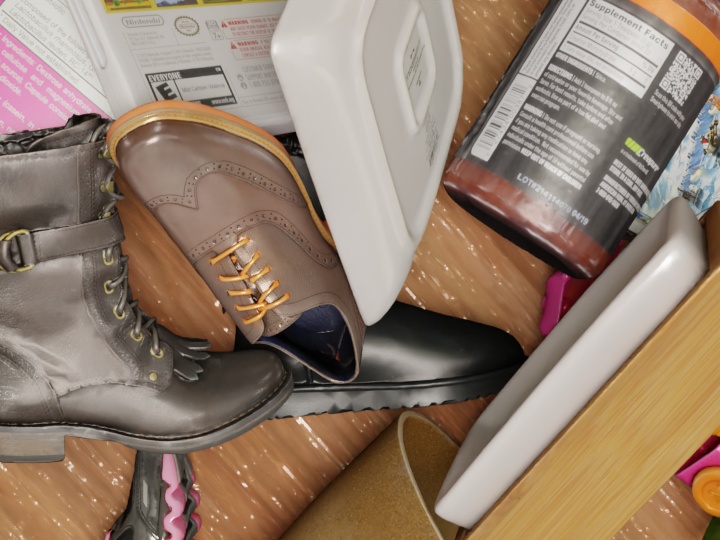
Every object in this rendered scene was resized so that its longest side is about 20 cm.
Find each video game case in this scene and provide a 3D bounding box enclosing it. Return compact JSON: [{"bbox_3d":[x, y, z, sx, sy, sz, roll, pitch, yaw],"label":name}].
[{"bbox_3d":[-0.079,-0.159,0.756,0.199,0.023,0.184,-16,77,-45],"label":"video game case"}]

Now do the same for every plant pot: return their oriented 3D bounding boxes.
[{"bbox_3d":[0.000,0.213,0.781,0.199,0.186,0.187,-36,94,12],"label":"plant pot"}]

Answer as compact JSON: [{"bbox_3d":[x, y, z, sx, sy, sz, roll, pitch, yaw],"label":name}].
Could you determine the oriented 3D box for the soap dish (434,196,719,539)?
[{"bbox_3d":[0.131,0.063,0.704,0.081,0.157,0.201,40,108,2],"label":"soap dish"}]

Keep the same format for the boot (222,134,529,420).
[{"bbox_3d":[0.001,0.000,0.818,0.195,0.073,0.165,-5,91,-2],"label":"boot"}]

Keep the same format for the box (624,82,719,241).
[{"bbox_3d":[0.186,-0.124,0.852,0.136,0.040,0.202,28,87,-5],"label":"box"}]

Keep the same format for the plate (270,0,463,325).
[{"bbox_3d":[0.017,-0.107,0.725,0.032,0.201,0.201,2,49,18],"label":"plate"}]

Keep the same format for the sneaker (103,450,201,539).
[{"bbox_3d":[-0.147,0.196,0.807,0.094,0.079,0.203,8,88,5],"label":"sneaker"}]

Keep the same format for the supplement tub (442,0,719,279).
[{"bbox_3d":[0.137,-0.104,0.762,0.106,0.107,0.201,32,90,-5],"label":"supplement tub"}]

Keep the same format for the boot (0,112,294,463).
[{"bbox_3d":[-0.131,0.006,0.719,0.197,0.069,0.177,-6,108,-18],"label":"boot"}]

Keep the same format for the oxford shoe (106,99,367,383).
[{"bbox_3d":[-0.052,-0.011,0.690,0.071,0.074,0.200,-29,137,19],"label":"oxford shoe"}]

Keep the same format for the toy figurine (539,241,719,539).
[{"bbox_3d":[0.194,0.044,0.800,0.184,0.201,0.150,40,42,6],"label":"toy figurine"}]

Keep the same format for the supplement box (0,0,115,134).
[{"bbox_3d":[-0.190,-0.081,0.780,0.103,0.101,0.201,40,86,-6],"label":"supplement box"}]
